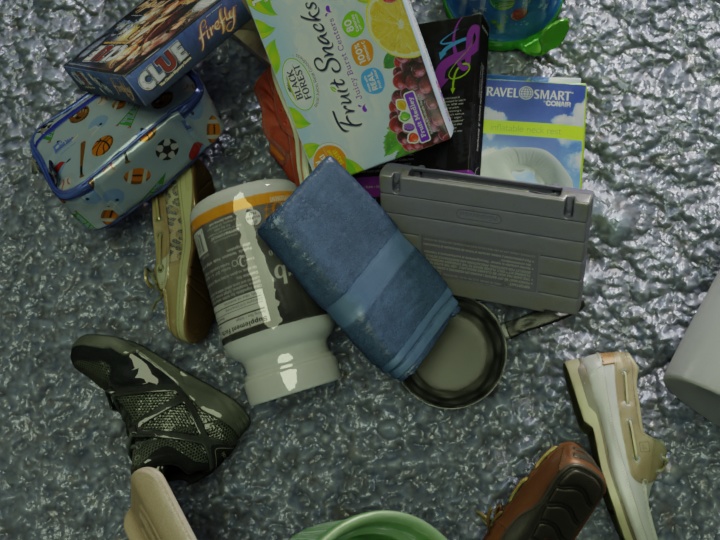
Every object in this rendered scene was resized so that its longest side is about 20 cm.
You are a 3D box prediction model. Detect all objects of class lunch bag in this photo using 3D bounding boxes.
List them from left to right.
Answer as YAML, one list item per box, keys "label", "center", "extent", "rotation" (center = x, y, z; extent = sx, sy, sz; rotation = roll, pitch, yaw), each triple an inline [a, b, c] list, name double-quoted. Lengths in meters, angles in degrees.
- label: "lunch bag"
  center: [-0.252, -0.145, 0.877]
  extent: [0.199, 0.076, 0.161]
  rotation: [-36, 50, -4]

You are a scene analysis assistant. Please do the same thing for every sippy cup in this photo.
- label: "sippy cup"
  center: [0.152, -0.319, 0.864]
  extent: [0.176, 0.130, 0.141]
  rotation: [26, 82, 10]

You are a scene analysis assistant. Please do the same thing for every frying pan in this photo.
- label: "frying pan"
  center: [0.117, 0.056, 0.836]
  extent: [0.190, 0.031, 0.115]
  rotation: [-40, 76, -7]

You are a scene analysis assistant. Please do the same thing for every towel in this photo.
- label: "towel"
  center: [0.000, 0.000, 0.782]
  extent: [0.200, 0.048, 0.112]
  rotation: [49, 62, -12]

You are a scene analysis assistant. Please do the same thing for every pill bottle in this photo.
- label: "pill bottle"
  center: [-0.090, 0.022, 0.817]
  extent: [0.115, 0.116, 0.202]
  rotation: [-17, 84, 2]

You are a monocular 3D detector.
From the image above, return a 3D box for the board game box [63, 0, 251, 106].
- label: "board game box"
  center: [-0.209, -0.227, 0.831]
  extent: [0.136, 0.035, 0.199]
  rotation: [-46, 35, -16]

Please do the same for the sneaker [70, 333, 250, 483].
- label: "sneaker"
  center: [-0.219, 0.143, 0.818]
  extent: [0.198, 0.076, 0.115]
  rotation: [29, 59, 7]

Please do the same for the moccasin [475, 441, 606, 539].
- label: "moccasin"
  center: [0.147, 0.246, 0.771]
  extent: [0.073, 0.078, 0.203]
  rotation: [26, 100, -5]

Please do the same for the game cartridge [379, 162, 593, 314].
- label: "game cartridge"
  center: [0.116, -0.030, 0.797]
  extent: [0.198, 0.131, 0.039]
  rotation: [11, 42, 20]

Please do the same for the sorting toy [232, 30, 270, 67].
- label: "sorting toy"
  center: [-0.104, -0.365, 0.931]
  extent: [0.198, 0.070, 0.200]
  rotation: [40, 85, 12]

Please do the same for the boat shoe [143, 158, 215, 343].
- label: "boat shoe"
  center: [-0.188, -0.019, 0.868]
  extent: [0.062, 0.073, 0.202]
  rotation: [-9, 65, 13]

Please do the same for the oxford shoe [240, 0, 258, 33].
- label: "oxford shoe"
  center: [-0.044, -0.239, 0.855]
  extent: [0.198, 0.070, 0.075]
  rotation: [25, 104, 1]

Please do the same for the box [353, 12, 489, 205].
- label: "box"
  center: [0.058, -0.159, 0.864]
  extent: [0.141, 0.036, 0.203]
  rotation: [0, 78, 28]

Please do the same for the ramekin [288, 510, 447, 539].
- label: "ramekin"
  center: [-0.003, 0.311, 0.718]
  extent: [0.198, 0.097, 0.203]
  rotation: [9, 73, -30]

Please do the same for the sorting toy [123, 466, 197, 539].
- label: "sorting toy"
  center: [-0.155, 0.276, 0.746]
  extent: [0.036, 0.200, 0.186]
  rotation: [-25, 74, -29]

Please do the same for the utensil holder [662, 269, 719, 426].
- label: "utensil holder"
  center: [0.389, 0.052, 0.743]
  extent: [0.169, 0.170, 0.201]
  rotation: [31, 85, 11]

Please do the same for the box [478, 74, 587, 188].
- label: "box"
  center: [0.168, -0.116, 0.860]
  extent: [0.120, 0.048, 0.203]
  rotation: [5, 79, 7]

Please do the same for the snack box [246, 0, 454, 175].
- label: "snack box"
  center: [-0.009, -0.200, 0.796]
  extent: [0.141, 0.053, 0.202]
  rotation: [-18, 102, 17]

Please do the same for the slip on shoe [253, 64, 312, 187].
- label: "slip on shoe"
  center: [-0.063, -0.126, 0.883]
  extent: [0.061, 0.074, 0.202]
  rotation: [-24, 81, 36]

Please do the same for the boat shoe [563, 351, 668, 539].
- label: "boat shoe"
  center: [0.251, 0.174, 0.775]
  extent: [0.068, 0.075, 0.202]
  rotation: [-16, 78, 5]
